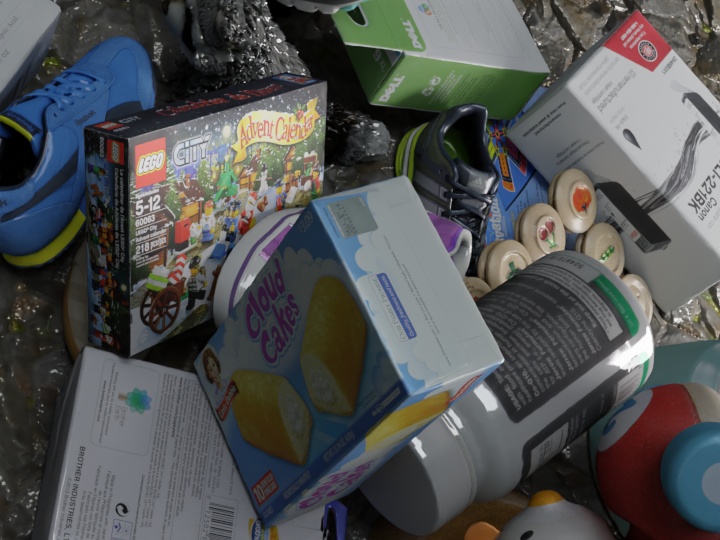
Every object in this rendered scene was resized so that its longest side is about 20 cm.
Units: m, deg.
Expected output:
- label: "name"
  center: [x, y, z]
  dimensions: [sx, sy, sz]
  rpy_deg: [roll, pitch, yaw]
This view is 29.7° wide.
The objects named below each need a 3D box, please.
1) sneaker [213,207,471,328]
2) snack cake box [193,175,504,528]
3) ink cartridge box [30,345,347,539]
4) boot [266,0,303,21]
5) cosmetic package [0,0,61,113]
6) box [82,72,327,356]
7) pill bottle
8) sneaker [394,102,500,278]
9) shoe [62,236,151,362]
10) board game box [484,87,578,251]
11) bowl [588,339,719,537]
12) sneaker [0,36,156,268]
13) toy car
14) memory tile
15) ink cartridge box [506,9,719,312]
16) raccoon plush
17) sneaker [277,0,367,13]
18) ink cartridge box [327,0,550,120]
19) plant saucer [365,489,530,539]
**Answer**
- label: "sneaker"
  center: [0.000, -0.001, 0.898]
  dimensions: [0.114, 0.073, 0.200]
  rpy_deg: [19, 32, 33]
- label: "snack cake box"
  center: [-0.015, 0.051, 0.757]
  dimensions: [0.067, 0.200, 0.115]
  rpy_deg: [-17, 70, -34]
- label: "ink cartridge box"
  center: [-0.094, 0.143, 0.836]
  dimensions: [0.199, 0.076, 0.137]
  rpy_deg: [15, 57, -17]
- label: "boot"
  center: [-0.105, -0.273, 1.062]
  dimensions: [0.197, 0.073, 0.163]
  rpy_deg: [-20, 80, -31]
- label: "cosmetic package"
  center: [-0.314, -0.173, 0.892]
  dimensions: [0.199, 0.081, 0.113]
  rpy_deg: [33, 56, -9]
- label: "box"
  center: [-0.095, -0.042, 0.873]
  dimensions: [0.038, 0.137, 0.200]
  rpy_deg: [16, 25, 30]
- label: "pill bottle"
  center: [0.089, 0.078, 0.885]
  dimensions: [0.199, 0.113, 0.113]
  rpy_deg: [-31, 81, -30]
- label: "sneaker"
  center: [0.066, -0.039, 1.011]
  dimensions: [0.073, 0.081, 0.201]
  rpy_deg: [9, 61, -22]
- label: "shoe"
  center: [-0.150, -0.022, 0.910]
  dimensions: [0.070, 0.053, 0.201]
  rpy_deg: [20, 57, -16]
- label: "board game box"
  center: [0.133, -0.065, 1.097]
  dimensions: [0.102, 0.019, 0.201]
  rpy_deg: [8, 61, -25]
- label: "bowl"
  center: [0.283, 0.130, 1.016]
  dimensions: [0.200, 0.105, 0.202]
  rpy_deg: [12, 59, -20]
- label: "sneaker"
  center: [-0.196, -0.098, 0.903]
  dimensions: [0.066, 0.079, 0.201]
  rpy_deg: [6, 52, 23]
- label: "toy car"
  center: [0.147, 0.172, 0.860]
  dimensions: [0.199, 0.184, 0.178]
  rpy_deg: [-10, 93, 2]
- label: "memory tile"
  center: [0.145, 0.030, 1.016]
  dimensions: [0.200, 0.017, 0.154]
  rpy_deg: [-43, 114, -36]
- label: "ink cartridge box"
  center: [0.238, -0.089, 1.108]
  dimensions: [0.200, 0.084, 0.144]
  rpy_deg: [48, 49, -4]
- label: "raccoon plush"
  center: [-0.050, -0.155, 0.980]
  dimensions: [0.199, 0.134, 0.097]
  rpy_deg: [3, 63, -25]
- label: "sneaker"
  center: [-0.068, -0.250, 0.951]
  dimensions: [0.199, 0.091, 0.078]
  rpy_deg: [27, 76, 15]
- label: "ink cartridge box"
  center: [0.040, -0.181, 1.050]
  dimensions: [0.199, 0.059, 0.104]
  rpy_deg: [1, 54, -35]
- label: "plant saucer"
  center: [0.092, 0.231, 0.909]
  dimensions: [0.199, 0.035, 0.201]
  rpy_deg: [12, 60, -21]
